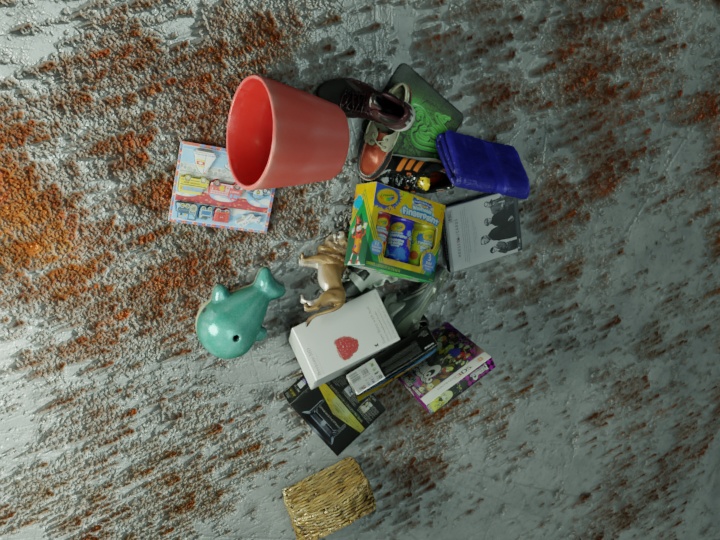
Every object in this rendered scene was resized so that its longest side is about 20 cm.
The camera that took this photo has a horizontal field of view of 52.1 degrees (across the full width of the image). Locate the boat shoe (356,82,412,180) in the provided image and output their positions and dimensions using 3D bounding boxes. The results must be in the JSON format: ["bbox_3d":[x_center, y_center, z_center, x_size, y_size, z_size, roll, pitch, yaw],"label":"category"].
[{"bbox_3d":[0.046,-0.276,1.460,0.070,0.063,0.203,26,96,1],"label":"boat shoe"}]

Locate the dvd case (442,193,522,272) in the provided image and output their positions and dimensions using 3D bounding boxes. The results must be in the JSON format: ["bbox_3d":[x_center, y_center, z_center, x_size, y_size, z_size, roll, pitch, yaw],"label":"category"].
[{"bbox_3d":[0.276,-0.094,1.671,0.197,0.025,0.153,-16,109,-20],"label":"dvd case"}]

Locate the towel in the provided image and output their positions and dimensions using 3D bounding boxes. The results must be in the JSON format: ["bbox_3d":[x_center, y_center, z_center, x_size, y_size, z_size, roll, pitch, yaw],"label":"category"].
[{"bbox_3d":[0.262,-0.227,1.554,0.197,0.150,0.050,5,140,-29],"label":"towel"}]

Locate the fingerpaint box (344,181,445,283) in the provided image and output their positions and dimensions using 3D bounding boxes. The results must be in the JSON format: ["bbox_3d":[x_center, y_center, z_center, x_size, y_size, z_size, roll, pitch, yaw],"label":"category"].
[{"bbox_3d":[0.075,-0.075,1.519,0.197,0.073,0.170,14,82,-37],"label":"fingerpaint box"}]

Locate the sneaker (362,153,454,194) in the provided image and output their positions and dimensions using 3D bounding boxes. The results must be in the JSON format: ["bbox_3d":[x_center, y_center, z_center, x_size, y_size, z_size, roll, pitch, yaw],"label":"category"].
[{"bbox_3d":[0.104,-0.194,1.516,0.196,0.090,0.071,-4,116,-21],"label":"sneaker"}]

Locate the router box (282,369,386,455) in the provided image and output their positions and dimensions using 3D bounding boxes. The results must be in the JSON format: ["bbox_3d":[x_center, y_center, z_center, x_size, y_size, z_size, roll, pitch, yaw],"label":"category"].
[{"bbox_3d":[-0.056,0.296,1.656,0.157,0.052,0.201,-41,121,-7],"label":"router box"}]

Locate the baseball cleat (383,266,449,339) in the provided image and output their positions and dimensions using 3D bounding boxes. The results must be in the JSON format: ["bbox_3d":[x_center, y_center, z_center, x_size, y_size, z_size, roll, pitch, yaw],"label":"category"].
[{"bbox_3d":[0.115,0.055,1.637,0.201,0.105,0.070,-54,159,-30],"label":"baseball cleat"}]

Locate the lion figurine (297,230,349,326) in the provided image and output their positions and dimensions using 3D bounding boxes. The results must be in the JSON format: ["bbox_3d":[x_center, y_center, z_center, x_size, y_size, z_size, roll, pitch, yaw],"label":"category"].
[{"bbox_3d":[-0.063,0.017,1.496,0.120,0.073,0.204,1,70,-12],"label":"lion figurine"}]

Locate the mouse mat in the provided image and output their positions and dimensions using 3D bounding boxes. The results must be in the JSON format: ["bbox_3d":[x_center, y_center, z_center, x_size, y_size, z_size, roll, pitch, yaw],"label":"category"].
[{"bbox_3d":[0.111,-0.308,1.531,0.199,0.008,0.162,32,94,-32],"label":"mouse mat"}]

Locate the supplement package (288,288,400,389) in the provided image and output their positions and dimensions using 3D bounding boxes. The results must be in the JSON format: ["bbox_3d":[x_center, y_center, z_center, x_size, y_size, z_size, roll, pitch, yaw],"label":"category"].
[{"bbox_3d":[-0.036,0.146,1.543,0.197,0.120,0.123,-25,79,-15],"label":"supplement package"}]

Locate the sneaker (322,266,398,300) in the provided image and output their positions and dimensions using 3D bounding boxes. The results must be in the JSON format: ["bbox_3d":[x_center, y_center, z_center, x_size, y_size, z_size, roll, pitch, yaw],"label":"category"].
[{"bbox_3d":[0.000,0.000,1.563,0.197,0.074,0.090,-23,112,-25],"label":"sneaker"}]

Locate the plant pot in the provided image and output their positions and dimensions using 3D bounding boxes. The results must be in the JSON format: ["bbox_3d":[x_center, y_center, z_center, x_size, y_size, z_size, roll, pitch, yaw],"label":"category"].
[{"bbox_3d":[-0.127,-0.244,1.344,0.175,0.200,0.204,0,110,-34],"label":"plant pot"}]

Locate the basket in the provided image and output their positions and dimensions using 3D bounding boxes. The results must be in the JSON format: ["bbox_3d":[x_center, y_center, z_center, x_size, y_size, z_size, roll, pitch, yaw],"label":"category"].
[{"bbox_3d":[-0.061,0.560,1.703,0.197,0.143,0.152,-21,117,-16],"label":"basket"}]

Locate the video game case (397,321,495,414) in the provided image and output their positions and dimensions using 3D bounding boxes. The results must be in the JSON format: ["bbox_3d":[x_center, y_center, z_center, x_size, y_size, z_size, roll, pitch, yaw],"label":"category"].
[{"bbox_3d":[0.178,0.214,1.652,0.180,0.200,0.036,-33,119,-9],"label":"video game case"}]

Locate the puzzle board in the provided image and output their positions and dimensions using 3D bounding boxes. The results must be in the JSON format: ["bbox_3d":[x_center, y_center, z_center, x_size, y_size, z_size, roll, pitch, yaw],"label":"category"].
[{"bbox_3d":[-0.258,-0.155,1.406,0.197,0.017,0.154,6,107,-28],"label":"puzzle board"}]

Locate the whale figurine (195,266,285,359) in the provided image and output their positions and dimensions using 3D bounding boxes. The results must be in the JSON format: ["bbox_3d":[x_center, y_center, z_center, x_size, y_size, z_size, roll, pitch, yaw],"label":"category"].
[{"bbox_3d":[-0.233,0.089,1.461,0.199,0.104,0.160,-41,121,-6],"label":"whale figurine"}]

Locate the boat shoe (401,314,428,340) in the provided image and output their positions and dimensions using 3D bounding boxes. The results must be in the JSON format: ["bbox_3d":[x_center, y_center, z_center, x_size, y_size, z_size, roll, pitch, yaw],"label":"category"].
[{"bbox_3d":[0.071,0.169,1.663,0.201,0.061,0.072,-45,122,-4],"label":"boat shoe"}]

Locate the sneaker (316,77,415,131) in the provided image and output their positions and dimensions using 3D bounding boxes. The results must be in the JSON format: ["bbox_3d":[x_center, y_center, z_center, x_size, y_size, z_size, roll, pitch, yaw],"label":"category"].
[{"bbox_3d":[0.008,-0.320,1.371,0.196,0.116,0.077,15,95,5],"label":"sneaker"}]

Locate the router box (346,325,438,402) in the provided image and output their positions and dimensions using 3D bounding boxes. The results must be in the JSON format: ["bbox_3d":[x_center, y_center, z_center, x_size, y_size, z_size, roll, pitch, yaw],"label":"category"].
[{"bbox_3d":[0.066,0.200,1.559,0.198,0.149,0.052,-31,76,-6],"label":"router box"}]
